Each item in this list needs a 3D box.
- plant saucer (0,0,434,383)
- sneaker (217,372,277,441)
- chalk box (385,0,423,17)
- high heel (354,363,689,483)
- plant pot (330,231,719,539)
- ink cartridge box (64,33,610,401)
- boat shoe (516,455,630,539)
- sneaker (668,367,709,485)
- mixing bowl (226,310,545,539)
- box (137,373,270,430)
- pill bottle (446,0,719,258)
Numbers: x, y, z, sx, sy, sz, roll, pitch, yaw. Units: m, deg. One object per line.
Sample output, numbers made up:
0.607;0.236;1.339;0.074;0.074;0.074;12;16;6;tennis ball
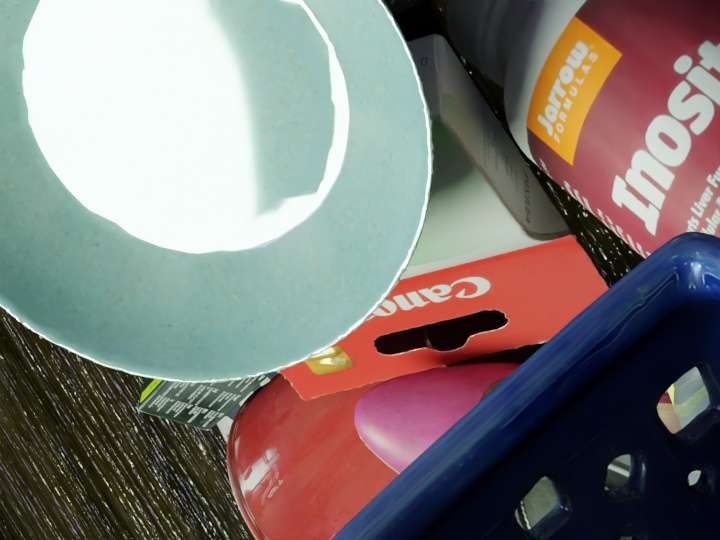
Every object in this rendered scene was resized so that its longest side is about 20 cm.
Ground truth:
-0.068;-0.056;0.853;0.201;0.039;0.201;7;117;13;plant saucer
-0.012;0.103;1.356;0.130;0.079;0.199;64;147;10;sneaker
-0.017;-0.170;0.899;0.124;0.200;0.124;48;154;22;chalk box
0.100;0.066;1.000;0.200;0.067;0.096;14;158;-3;high heel
0.125;0.137;0.749;0.200;0.200;0.180;32;157;45;plant pot
0.000;0.000;0.960;0.200;0.161;0.050;53;-149;-44;ink cartridge box
0.107;0.120;0.983;0.069;0.057;0.200;-9;147;23;boat shoe
0.162;0.095;0.928;0.081;0.074;0.200;-86;-19;-44;sneaker
0.050;0.079;1.118;0.200;0.200;0.108;47;124;25;mixing bowl
-0.047;-0.038;1.152;0.200;0.047;0.193;136;146;-65;box
0.126;-0.057;0.863;0.200;0.113;0.113;43;151;31;pill bottle
